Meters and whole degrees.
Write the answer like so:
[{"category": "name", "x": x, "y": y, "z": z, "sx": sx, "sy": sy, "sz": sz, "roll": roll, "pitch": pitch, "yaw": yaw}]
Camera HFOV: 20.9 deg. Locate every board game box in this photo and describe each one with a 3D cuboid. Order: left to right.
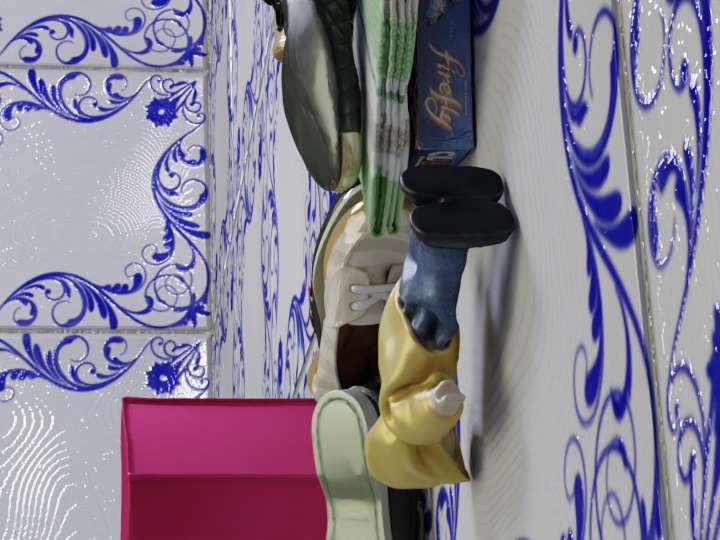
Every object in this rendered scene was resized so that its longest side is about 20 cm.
[{"category": "board game box", "x": 0.039, "y": -0.159, "z": 1.197, "sx": 0.135, "sy": 0.034, "sz": 0.202, "roll": 137, "pitch": 134, "yaw": -79}]

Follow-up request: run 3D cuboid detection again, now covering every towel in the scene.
[{"category": "towel", "x": 0.017, "y": -0.141, "z": 1.156, "sx": 0.150, "sy": 0.030, "sz": 0.201, "roll": -98, "pitch": 10, "yaw": -57}]

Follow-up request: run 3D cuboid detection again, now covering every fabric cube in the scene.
[{"category": "fabric cube", "x": -0.110, "y": 0.232, "z": 1.659, "sx": 0.200, "sy": 0.194, "sz": 0.201, "roll": -117, "pitch": 28, "yaw": -74}]

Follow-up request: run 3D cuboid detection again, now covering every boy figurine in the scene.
[{"category": "boy figurine", "x": 0.040, "y": 0.047, "z": 1.073, "sx": 0.125, "sy": 0.064, "sz": 0.201, "roll": -103, "pitch": 15, "yaw": -57}]

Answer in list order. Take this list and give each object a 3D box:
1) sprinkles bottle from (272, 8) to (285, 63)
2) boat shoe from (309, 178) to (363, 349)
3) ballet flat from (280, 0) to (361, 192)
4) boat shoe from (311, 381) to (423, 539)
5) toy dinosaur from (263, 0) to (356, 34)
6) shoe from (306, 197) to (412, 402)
[{"category": "sprinkles bottle", "x": -0.044, "y": -0.279, "z": 1.672, "sx": 0.068, "sy": 0.068, "sz": 0.202, "roll": 126, "pitch": 143, "yaw": -76}, {"category": "boat shoe", "x": -0.003, "y": 0.000, "z": 1.340, "sx": 0.202, "sy": 0.073, "sz": 0.063, "roll": 93, "pitch": 165, "yaw": -48}, {"category": "ballet flat", "x": -0.018, "y": -0.143, "z": 1.195, "sx": 0.066, "sy": 0.056, "sz": 0.202, "roll": -32, "pitch": 60, "yaw": 51}, {"category": "boat shoe", "x": 0.012, "y": 0.175, "z": 1.289, "sx": 0.071, "sy": 0.060, "sz": 0.203, "roll": 4, "pitch": 100, "yaw": 42}, {"category": "toy dinosaur", "x": -0.013, "y": -0.224, "z": 1.345, "sx": 0.136, "sy": 0.101, "sz": 0.201, "roll": -75, "pitch": -25, "yaw": -56}, {"category": "shoe", "x": 0.008, "y": 0.033, "z": 1.291, "sx": 0.201, "sy": 0.069, "sz": 0.054, "roll": 102, "pitch": 155, "yaw": -45}]
